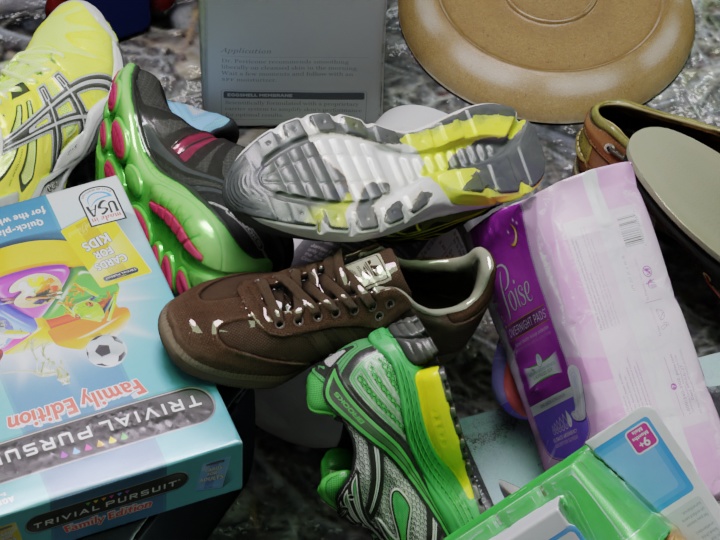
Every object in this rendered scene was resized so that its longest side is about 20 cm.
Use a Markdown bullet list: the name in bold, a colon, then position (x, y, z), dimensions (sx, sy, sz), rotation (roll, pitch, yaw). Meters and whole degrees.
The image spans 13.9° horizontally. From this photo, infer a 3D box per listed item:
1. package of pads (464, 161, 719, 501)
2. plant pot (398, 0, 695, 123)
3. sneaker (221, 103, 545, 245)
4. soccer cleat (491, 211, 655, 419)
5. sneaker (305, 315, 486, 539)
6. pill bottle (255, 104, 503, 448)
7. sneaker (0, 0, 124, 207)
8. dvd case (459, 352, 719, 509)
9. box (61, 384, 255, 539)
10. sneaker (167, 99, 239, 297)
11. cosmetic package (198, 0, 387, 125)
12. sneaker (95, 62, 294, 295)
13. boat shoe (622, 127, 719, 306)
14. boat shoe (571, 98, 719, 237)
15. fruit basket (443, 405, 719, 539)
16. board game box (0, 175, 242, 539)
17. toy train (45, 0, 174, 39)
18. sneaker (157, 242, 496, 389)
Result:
- **package of pads**: position (0.134, 0.049, 1.638), dimensions (0.076, 0.120, 0.200), rotation (-15, 83, -22)
- **plant pot**: position (0.125, -0.181, 1.961), dimensions (0.200, 0.028, 0.200), rotation (1, 51, -2)
- **sneaker**: position (0.008, -0.040, 1.648), dimensions (0.200, 0.085, 0.075), rotation (-5, 67, -30)
- **soccer cleat**: position (0.115, 0.019, 1.772), dimensions (0.076, 0.067, 0.200), rotation (-14, 35, 40)
- **sneaker**: position (0.022, 0.124, 1.615), dimensions (0.085, 0.200, 0.078), rotation (-18, 20, -2)
- **pill bottle**: position (0.000, 0.000, 1.747), dimensions (0.116, 0.116, 0.200), rotation (26, 54, 17)
- **sneaker**: position (-0.205, -0.094, 1.813), dimensions (0.075, 0.076, 0.200), rotation (-4, 51, 30)
- **dvd case**: position (0.161, 0.126, 1.717), dimensions (0.200, 0.022, 0.146), rotation (-13, 53, -12)
- **box**: position (-0.180, 0.100, 1.662), dimensions (0.200, 0.104, 0.148), rotation (26, 54, 16)
- **sneaker**: position (-0.106, -0.032, 1.793), dimensions (0.090, 0.078, 0.200), rotation (4, 51, -5)
- **cosmetic package**: position (-0.042, -0.230, 1.878), dimensions (0.123, 0.200, 0.200), rotation (1, 50, -3)
- **sneaker**: position (-0.099, -0.048, 1.710), dimensions (0.084, 0.077, 0.200), rotation (-2, 39, -28)
- **boat shoe**: position (0.231, -0.005, 1.775), dimensions (0.201, 0.063, 0.074), rotation (42, 50, 9)
- **boat shoe**: position (0.228, -0.049, 1.833), dimensions (0.200, 0.068, 0.072), rotation (17, 50, 8)
- **fruit basket**: position (0.129, 0.200, 1.530), dimensions (0.185, 0.094, 0.200), rotation (-34, 82, 18)
- **board game box**: position (-0.169, 0.051, 1.605), dimensions (0.151, 0.047, 0.200), rotation (-17, 54, -16)
- **toy train**: position (-0.182, -0.251, 1.889), dimensions (0.085, 0.200, 0.116), rotation (-22, 51, -20)
- **sneaker**: position (-0.016, 0.013, 1.607), dimensions (0.200, 0.076, 0.071), rotation (-5, 53, -35)
